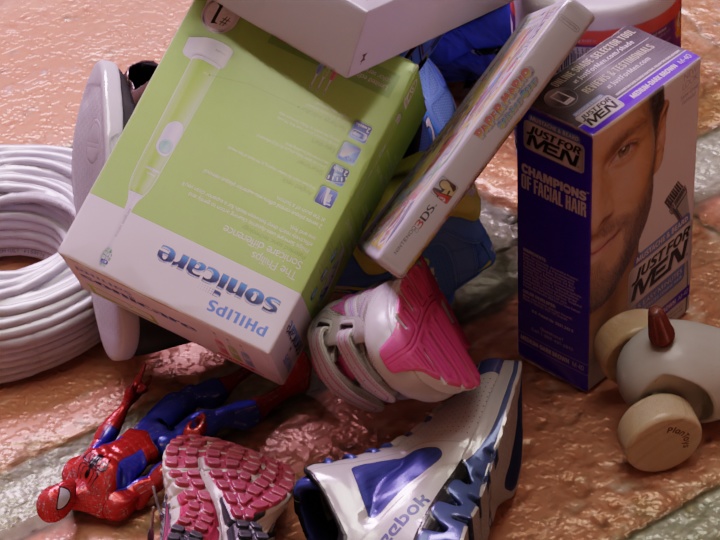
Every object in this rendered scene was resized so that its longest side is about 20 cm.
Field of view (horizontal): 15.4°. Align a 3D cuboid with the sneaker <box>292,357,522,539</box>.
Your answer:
[{"bbox_3d":[0.025,0.122,1.551,0.115,0.081,0.200,9,41,15],"label":"sneaker"}]

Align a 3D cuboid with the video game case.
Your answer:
[{"bbox_3d":[0.063,-0.078,1.561,0.023,0.182,0.200,36,0,-5],"label":"video game case"}]

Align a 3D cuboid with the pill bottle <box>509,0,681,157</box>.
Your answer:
[{"bbox_3d":[0.156,-0.115,1.751,0.111,0.200,0.112,-3,37,2],"label":"pill bottle"}]

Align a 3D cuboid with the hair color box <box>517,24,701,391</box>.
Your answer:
[{"bbox_3d":[0.153,-0.037,1.647,0.065,0.200,0.109,27,47,34],"label":"hair color box"}]

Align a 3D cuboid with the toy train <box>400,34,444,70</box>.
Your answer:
[{"bbox_3d":[-0.021,-0.122,1.727,0.087,0.114,0.200,32,79,14],"label":"toy train"}]

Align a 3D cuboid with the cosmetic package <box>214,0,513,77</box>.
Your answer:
[{"bbox_3d":[-0.007,-0.195,1.619,0.151,0.052,0.200,33,34,20],"label":"cosmetic package"}]

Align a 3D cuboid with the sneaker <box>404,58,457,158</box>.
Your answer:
[{"bbox_3d":[0.027,-0.096,1.833,0.078,0.089,0.200,2,38,8],"label":"sneaker"}]

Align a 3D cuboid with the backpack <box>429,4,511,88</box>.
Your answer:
[{"bbox_3d":[0.104,-0.206,1.914,0.162,0.168,0.200,-33,11,-33],"label":"backpack"}]

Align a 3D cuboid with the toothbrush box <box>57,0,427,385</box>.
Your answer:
[{"bbox_3d":[-0.068,-0.056,1.607,0.145,0.086,0.200,25,77,11],"label":"toothbrush box"}]

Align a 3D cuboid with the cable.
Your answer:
[{"bbox_3d":[-0.237,-0.007,1.764,0.199,0.069,0.200,-7,37,-4],"label":"cable"}]

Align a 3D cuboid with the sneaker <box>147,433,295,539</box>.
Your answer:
[{"bbox_3d":[-0.089,0.159,1.528,0.080,0.075,0.200,17,25,-1],"label":"sneaker"}]

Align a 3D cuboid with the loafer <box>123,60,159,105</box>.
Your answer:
[{"bbox_3d":[-0.137,-0.108,1.821,0.073,0.071,0.200,-1,-5,-30],"label":"loafer"}]

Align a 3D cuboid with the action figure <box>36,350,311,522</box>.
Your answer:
[{"bbox_3d":[-0.120,0.098,1.631,0.065,0.052,0.200,32,52,32],"label":"action figure"}]

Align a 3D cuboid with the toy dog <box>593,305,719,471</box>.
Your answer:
[{"bbox_3d":[0.234,0.044,1.610,0.200,0.096,0.132,-26,53,-23],"label":"toy dog"}]

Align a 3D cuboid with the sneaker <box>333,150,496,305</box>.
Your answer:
[{"bbox_3d":[0.000,0.000,1.731,0.200,0.105,0.076,-21,23,32],"label":"sneaker"}]

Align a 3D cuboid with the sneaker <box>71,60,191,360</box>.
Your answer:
[{"bbox_3d":[-0.125,-0.039,1.703,0.099,0.071,0.201,-1,70,-25],"label":"sneaker"}]

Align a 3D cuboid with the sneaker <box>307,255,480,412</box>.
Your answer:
[{"bbox_3d":[0.015,0.048,1.569,0.088,0.082,0.200,-29,1,4],"label":"sneaker"}]
